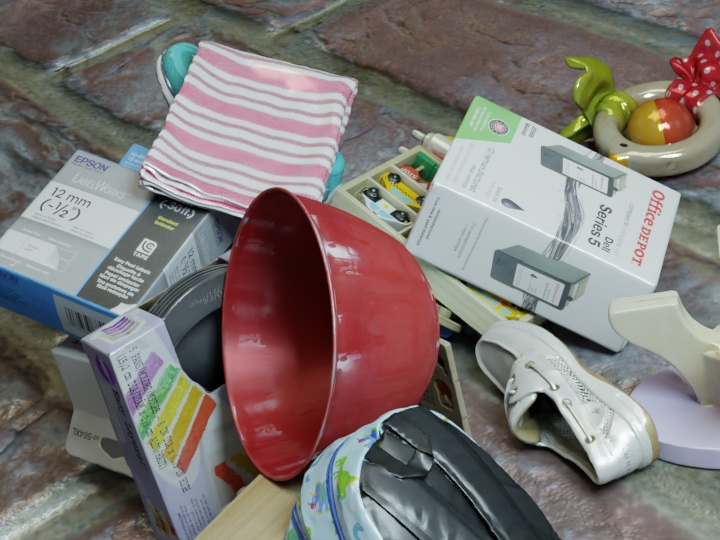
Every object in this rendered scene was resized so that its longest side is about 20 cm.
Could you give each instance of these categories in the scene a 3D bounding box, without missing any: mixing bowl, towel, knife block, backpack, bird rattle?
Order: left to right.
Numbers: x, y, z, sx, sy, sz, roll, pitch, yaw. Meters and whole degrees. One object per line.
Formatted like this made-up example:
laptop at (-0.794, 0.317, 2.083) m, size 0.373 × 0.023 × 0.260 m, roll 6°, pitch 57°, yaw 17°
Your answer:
towel at (-0.088, -0.117, 1.336) m, size 0.145 × 0.030 × 0.201 m, roll 15°, pitch 44°, yaw 2°
knife block at (-0.037, 0.160, 1.142) m, size 0.063 × 0.200 × 0.177 m, roll -1°, pitch 63°, yaw 24°
mixing bowl at (-0.014, 0.044, 1.140) m, size 0.108 × 0.202 × 0.200 m, roll 1°, pitch 22°, yaw -26°
backpack at (0.048, 0.185, 1.030) m, size 0.153 × 0.201 × 0.163 m, roll -18°, pitch 21°, yaw 45°
bird rattle at (0.294, -0.145, 1.584) m, size 0.198 × 0.113 × 0.164 m, roll -2°, pitch 43°, yaw -1°

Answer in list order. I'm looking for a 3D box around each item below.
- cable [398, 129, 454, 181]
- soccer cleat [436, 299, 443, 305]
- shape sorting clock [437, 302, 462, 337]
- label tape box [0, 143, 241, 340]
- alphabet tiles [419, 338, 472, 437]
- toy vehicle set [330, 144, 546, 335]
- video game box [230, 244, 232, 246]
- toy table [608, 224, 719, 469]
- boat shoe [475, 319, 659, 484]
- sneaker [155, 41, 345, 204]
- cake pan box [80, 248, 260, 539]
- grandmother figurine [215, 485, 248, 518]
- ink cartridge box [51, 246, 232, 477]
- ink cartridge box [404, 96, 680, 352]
cable at (0.125, -0.078, 1.496) m, size 0.199 × 0.051 × 0.097 m, roll 20°, pitch 26°, yaw 21°
soccer cleat at (0.033, -0.040, 1.500) m, size 0.199 × 0.069 × 0.078 m, roll 33°, pitch 80°, yaw 35°
shape sorting clock at (0.000, 0.000, 1.384) m, size 0.200 × 0.199 × 0.039 m, roll 30°, pitch 96°, yaw 51°
label tape box at (-0.187, -0.036, 1.320) m, size 0.142 × 0.066 × 0.201 m, roll 20°, pitch 57°, yaw 22°
alphabet tiles at (0.015, 0.066, 1.265) m, size 0.008 × 0.168 × 0.199 m, roll -30°, pitch 33°, yaw -27°
toy vehicle set at (0.086, -0.024, 1.399) m, size 0.200 × 0.027 × 0.124 m, roll 39°, pitch 42°, yaw 19°
video game box at (-0.125, -0.046, 1.501) m, size 0.047 × 0.183 × 0.200 m, roll 8°, pitch 38°, yaw 39°
toy table at (0.287, 0.059, 1.197) m, size 0.198 × 0.118 × 0.184 m, roll -15°, pitch 30°, yaw 5°
boat shoe at (0.140, 0.100, 1.245) m, size 0.069 × 0.071 × 0.200 m, roll -28°, pitch 33°, yaw -21°
sneaker at (-0.092, -0.135, 1.428) m, size 0.200 × 0.080 × 0.078 m, roll 41°, pitch 46°, yaw 2°
cake pan box at (-0.103, 0.089, 1.257) m, size 0.184 × 0.201 × 0.052 m, roll -32°, pitch 31°, yaw -29°
grandmother figurine at (-0.114, 0.212, 1.162) m, size 0.121 × 0.061 × 0.200 m, roll -41°, pitch -1°, yaw 32°
ink cartridge box at (-0.148, 0.085, 1.355) m, size 0.128 × 0.126 × 0.200 m, roll 10°, pitch 40°, yaw 38°
ink cartridge box at (0.155, -0.040, 1.362) m, size 0.199 × 0.084 × 0.146 m, roll 25°, pitch 40°, yaw 2°
